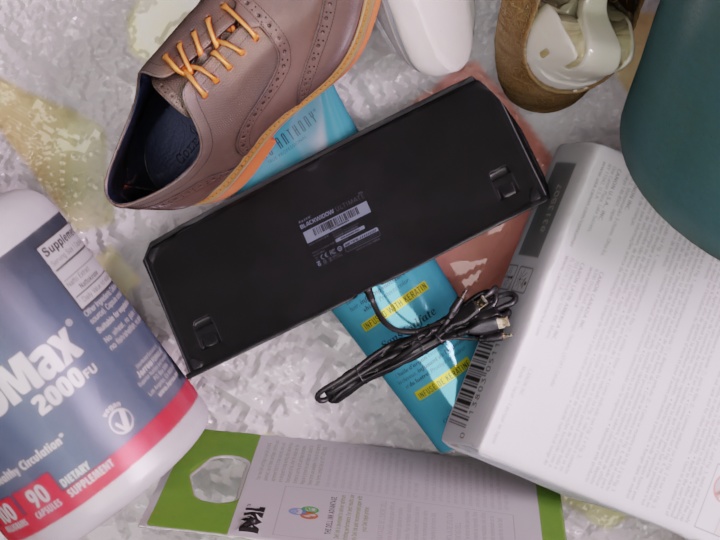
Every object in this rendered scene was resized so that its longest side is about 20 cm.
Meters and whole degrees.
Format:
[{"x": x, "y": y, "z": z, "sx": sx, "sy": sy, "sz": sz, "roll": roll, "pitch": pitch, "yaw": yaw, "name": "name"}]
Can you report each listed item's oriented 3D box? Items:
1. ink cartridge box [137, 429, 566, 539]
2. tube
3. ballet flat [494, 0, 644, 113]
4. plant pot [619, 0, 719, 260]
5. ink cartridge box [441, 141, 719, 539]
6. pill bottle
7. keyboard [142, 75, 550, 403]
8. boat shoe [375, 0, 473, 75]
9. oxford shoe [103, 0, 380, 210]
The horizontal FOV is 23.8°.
[{"x": -0.002, "y": 0.144, "z": 0.848, "sx": 0.199, "sy": 0.148, "sz": 0.076, "roll": 7, "pitch": 104, "yaw": 2, "name": "ink cartridge box"}, {"x": 0.005, "y": -0.002, "z": 0.869, "sx": 0.077, "sy": 0.050, "sz": 0.200, "roll": -35, "pitch": 93, "yaw": 2, "name": "tube"}, {"x": 0.111, "y": -0.137, "z": 0.777, "sx": 0.068, "sy": 0.072, "sz": 0.200, "roll": 6, "pitch": 131, "yaw": -18, "name": "ballet flat"}, {"x": 0.223, "y": -0.109, "z": 0.725, "sx": 0.200, "sy": 0.201, "sz": 0.161, "roll": 7, "pitch": 132, "yaw": 1, "name": "plant pot"}, {"x": 0.159, "y": 0.048, "z": 0.858, "sx": 0.200, "sy": 0.057, "sz": 0.163, "roll": 24, "pitch": 85, "yaw": -24, "name": "ink cartridge box"}, {"x": -0.179, "y": 0.030, "z": 0.843, "sx": 0.119, "sy": 0.120, "sz": 0.200, "roll": -35, "pitch": 99, "yaw": 10, "name": "pill bottle"}, {"x": 0.000, "y": 0.000, "z": 0.833, "sx": 0.200, "sy": 0.021, "sz": 0.127, "roll": -26, "pitch": 72, "yaw": 9, "name": "keyboard"}, {"x": -0.007, "y": -0.184, "z": 0.811, "sx": 0.068, "sy": 0.072, "sz": 0.200, "roll": -12, "pitch": 113, "yaw": 33, "name": "boat shoe"}, {"x": -0.054, "y": -0.098, "z": 0.788, "sx": 0.071, "sy": 0.073, "sz": 0.200, "roll": 43, "pitch": 123, "yaw": 14, "name": "oxford shoe"}]
